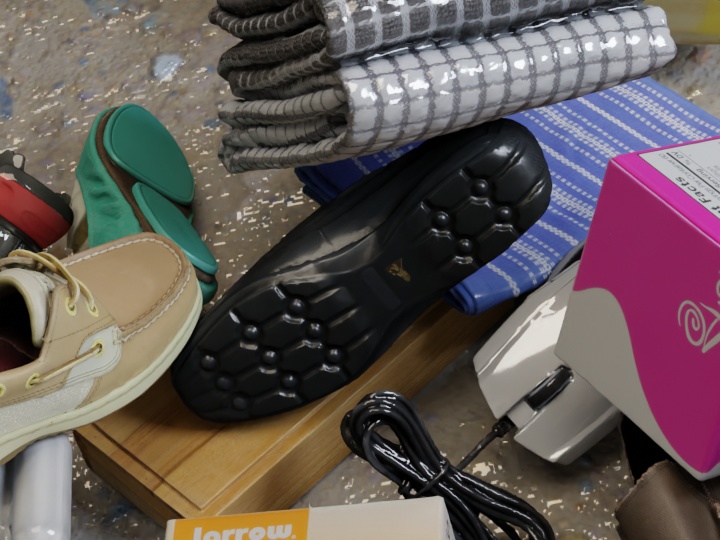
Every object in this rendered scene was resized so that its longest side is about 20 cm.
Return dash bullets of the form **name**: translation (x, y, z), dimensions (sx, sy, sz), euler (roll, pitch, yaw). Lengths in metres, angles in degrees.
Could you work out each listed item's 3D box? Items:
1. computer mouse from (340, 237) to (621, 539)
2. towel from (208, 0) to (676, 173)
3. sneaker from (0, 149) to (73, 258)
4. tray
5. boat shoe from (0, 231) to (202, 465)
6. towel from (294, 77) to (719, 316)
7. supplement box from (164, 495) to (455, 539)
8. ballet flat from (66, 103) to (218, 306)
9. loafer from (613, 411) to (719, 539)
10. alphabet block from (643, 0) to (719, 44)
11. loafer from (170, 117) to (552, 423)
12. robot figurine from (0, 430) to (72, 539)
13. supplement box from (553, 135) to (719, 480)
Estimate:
- **computer mouse**: translation (0.090, 0.044, 1.043), dimensions (0.110, 0.044, 0.200), euler (46, 63, -1)
- **towel**: translation (0.029, -0.108, 1.063), dimensions (0.165, 0.086, 0.200), euler (-16, 6, -19)
- **sneaker**: translation (-0.239, -0.023, 1.198), dimensions (0.200, 0.071, 0.098), euler (16, 71, 42)
- **tray**: translation (-0.031, 0.044, 1.108), dimensions (0.200, 0.037, 0.098), euler (-40, 51, -23)
- **boat shoe**: translation (-0.143, 0.030, 0.990), dimensions (0.074, 0.067, 0.200), euler (28, 44, 27)
- **towel**: translation (0.083, -0.055, 1.149), dimensions (0.199, 0.024, 0.145), euler (-27, 45, -28)
- **supplement box**: translation (-0.022, 0.196, 0.939), dimensions (0.125, 0.074, 0.201), euler (-6, 47, 9)
- **ballet flat**: translation (-0.119, -0.022, 1.165), dimensions (0.070, 0.067, 0.200), euler (-48, 25, 12)
- **loafer**: translation (0.135, 0.119, 0.960), dimensions (0.071, 0.073, 0.200), euler (17, 37, -12)
- **alphabet block**: translation (0.103, -0.246, 1.217), dimensions (0.199, 0.197, 0.196), euler (1, 41, 15)
- **loafer**: translation (0.000, 0.000, 1.059), dimensions (0.200, 0.068, 0.070), euler (-35, 18, 8)
- **robot figurine**: translation (-0.188, 0.130, 1.015), dimensions (0.169, 0.113, 0.201), euler (-36, 38, 31)
- **supplement box**: translation (0.195, 0.002, 0.989), dimensions (0.199, 0.102, 0.103), euler (-12, 39, -34)
